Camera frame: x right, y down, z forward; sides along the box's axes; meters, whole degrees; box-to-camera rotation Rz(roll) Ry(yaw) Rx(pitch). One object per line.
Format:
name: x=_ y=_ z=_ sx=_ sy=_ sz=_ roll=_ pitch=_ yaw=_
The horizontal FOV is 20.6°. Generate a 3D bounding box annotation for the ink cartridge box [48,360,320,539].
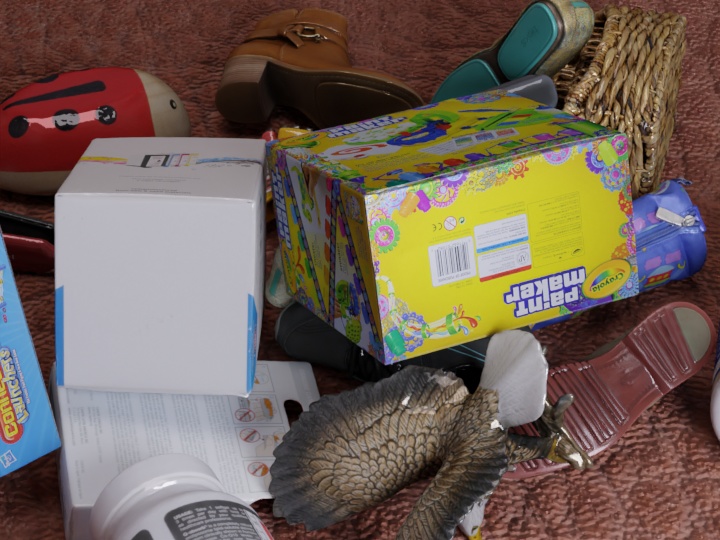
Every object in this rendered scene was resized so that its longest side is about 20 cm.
ink cartridge box: x=-0.122 y=0.130 z=1.443 sx=0.199 sy=0.048 sz=0.160 roll=1 pitch=36 yaw=-15

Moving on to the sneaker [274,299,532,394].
sneaker: x=0.033 y=0.061 z=1.489 sx=0.198 sy=0.076 sz=0.080 roll=5 pitch=43 yaw=2

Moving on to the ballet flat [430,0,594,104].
ballet flat: x=0.136 y=-0.175 z=1.728 sx=0.070 sy=0.200 sz=0.071 roll=17 pitch=55 yaw=-25

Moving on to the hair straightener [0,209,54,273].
hair straightener: x=-0.236 y=-0.031 z=1.644 sx=0.198 sy=0.041 sz=0.077 roll=5 pitch=39 yaw=8

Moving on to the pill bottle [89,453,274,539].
pill bottle: x=-0.097 y=0.214 z=1.265 sx=0.115 sy=0.116 sz=0.200 roll=-17 pitch=40 yaw=-19

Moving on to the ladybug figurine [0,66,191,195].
ladybug figurine: x=-0.247 y=-0.128 z=1.743 sx=0.199 sy=0.072 sz=0.136 roll=-17 pitch=41 yaw=-19

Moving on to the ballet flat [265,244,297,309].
ballet flat: x=0.000 y=0.000 z=1.574 sx=0.199 sy=0.063 sz=0.067 roll=0 pitch=38 yaw=-44

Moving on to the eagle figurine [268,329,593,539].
eagle figurine: x=0.053 y=0.138 z=1.338 sx=0.199 sy=0.152 sz=0.152 roll=-22 pitch=3 yaw=-19

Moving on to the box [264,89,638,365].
box: x=0.062 y=-0.039 z=1.408 sx=0.199 sy=0.123 sz=0.193 roll=-14 pitch=20 yaw=-19

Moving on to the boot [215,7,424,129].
boot: x=-0.026 y=-0.189 z=1.819 sx=0.199 sy=0.074 sz=0.155 roll=9 pitch=35 yaw=9

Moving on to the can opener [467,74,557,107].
can opener: x=0.070 y=-0.106 z=1.619 sx=0.199 sy=0.067 sz=0.053 roll=-25 pitch=12 yaw=-14

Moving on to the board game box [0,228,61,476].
board game box: x=-0.307 y=0.024 z=1.416 sx=0.056 sy=0.197 sz=0.200 roll=-27 pitch=30 yaw=-29

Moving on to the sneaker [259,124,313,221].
sneaker: x=0.002 y=-0.058 z=1.662 sx=0.199 sy=0.078 sz=0.083 roll=9 pitch=60 yaw=12

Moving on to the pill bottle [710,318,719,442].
pill bottle: x=0.323 y=0.048 z=1.467 sx=0.115 sy=0.116 sz=0.201 roll=6 pitch=39 yaw=10

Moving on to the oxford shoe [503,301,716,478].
oxford shoe: x=0.173 y=0.097 z=1.464 sx=0.199 sy=0.075 sz=0.071 roll=-28 pitch=81 yaw=-13

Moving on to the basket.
basket: x=0.194 y=-0.146 z=1.697 sx=0.148 sy=0.143 sz=0.200 roll=10 pitch=39 yaw=13

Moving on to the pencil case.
pencil case: x=0.186 y=-0.008 z=1.570 sx=0.199 sy=0.087 sz=0.078 roll=-20 pitch=81 yaw=-21

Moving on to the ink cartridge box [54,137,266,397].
ink cartridge box: x=-0.144 y=-0.009 z=1.479 sx=0.144 sy=0.148 sz=0.200 roll=2 pitch=15 yaw=0
